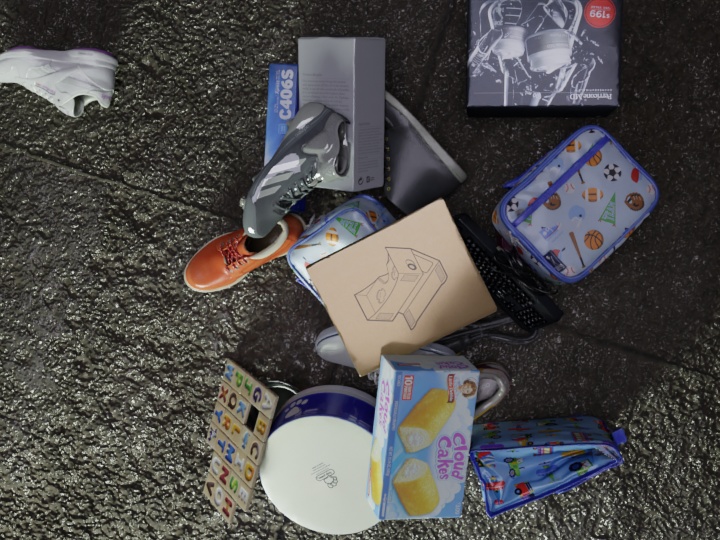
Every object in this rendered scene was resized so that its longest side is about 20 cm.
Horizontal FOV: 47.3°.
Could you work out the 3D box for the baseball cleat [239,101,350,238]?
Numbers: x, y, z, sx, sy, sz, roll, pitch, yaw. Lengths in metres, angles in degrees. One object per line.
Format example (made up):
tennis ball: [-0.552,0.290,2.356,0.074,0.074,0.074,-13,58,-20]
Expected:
baseball cleat: [-0.081,-0.119,1.069,0.106,0.070,0.200,32,102,28]

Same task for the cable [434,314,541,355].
cable: [0.151,0.086,1.169,0.200,0.050,0.097,-20,98,-1]

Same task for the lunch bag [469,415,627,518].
lunch bag: [0.253,0.240,1.100,0.200,0.151,0.094,-17,90,9]

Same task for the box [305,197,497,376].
box: [0.052,0.022,1.066,0.200,0.021,0.164,-26,96,4]

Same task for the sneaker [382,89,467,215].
sneaker: [0.045,-0.168,1.152,0.106,0.075,0.200,-44,87,7]

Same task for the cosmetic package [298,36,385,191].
cosmetic package: [-0.026,-0.214,1.119,0.101,0.071,0.200,12,109,37]

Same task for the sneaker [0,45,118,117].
sneaker: [-0.462,-0.281,1.224,0.200,0.075,0.100,2,91,8]

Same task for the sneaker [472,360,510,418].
sneaker: [0.114,0.187,1.148,0.200,0.090,0.075,-31,87,8]

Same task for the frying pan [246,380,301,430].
frying pan: [-0.124,0.247,1.217,0.115,0.031,0.190,6,108,8]

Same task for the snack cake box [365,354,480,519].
snack cake box: [0.078,0.211,1.050,0.115,0.067,0.200,3,101,-14]

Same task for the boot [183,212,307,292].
boot: [-0.177,-0.027,1.177,0.200,0.107,0.075,-27,90,10]

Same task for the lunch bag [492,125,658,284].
lunch bag: [0.280,-0.086,1.099,0.200,0.076,0.160,-42,89,-6]

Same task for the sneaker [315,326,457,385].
sneaker: [0.032,0.124,1.115,0.200,0.071,0.073,8,130,10]

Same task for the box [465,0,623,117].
box: [0.244,-0.302,1.104,0.200,0.104,0.182,1,94,9]

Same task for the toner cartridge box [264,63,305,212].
toner cartridge box: [-0.103,-0.184,1.165,0.043,0.095,0.200,4,92,9]

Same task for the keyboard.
keyboard: [0.179,0.008,1.086,0.200,0.104,0.040,43,53,-7]

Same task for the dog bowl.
dog bowl: [-0.038,0.265,1.149,0.200,0.079,0.200,4,113,10]

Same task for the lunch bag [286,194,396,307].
lunch bag: [0.000,0.000,1.139,0.160,0.076,0.200,-34,102,28]

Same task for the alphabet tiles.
alphabet tiles: [-0.181,0.245,1.176,0.008,0.167,0.200,13,96,-34]

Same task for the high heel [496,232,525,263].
high heel: [0.134,-0.015,1.151,0.200,0.067,0.096,8,83,-5]
